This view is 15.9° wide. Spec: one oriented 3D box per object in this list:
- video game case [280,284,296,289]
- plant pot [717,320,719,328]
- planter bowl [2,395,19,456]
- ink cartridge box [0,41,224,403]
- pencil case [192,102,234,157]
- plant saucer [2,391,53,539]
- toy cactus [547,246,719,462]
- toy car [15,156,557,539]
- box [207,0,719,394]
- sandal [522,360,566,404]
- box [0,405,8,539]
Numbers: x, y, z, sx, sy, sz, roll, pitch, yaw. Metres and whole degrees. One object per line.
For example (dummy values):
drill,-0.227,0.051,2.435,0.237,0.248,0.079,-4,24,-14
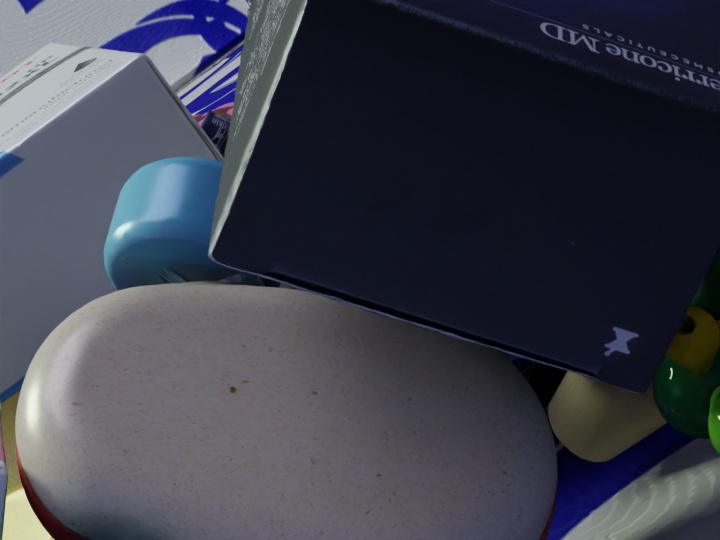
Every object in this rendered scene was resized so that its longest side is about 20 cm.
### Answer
video game case,0.000,0.000,1.023,0.200,0.023,0.182,-16,-8,-8
plant pot,0.202,-0.028,0.986,0.200,0.027,0.200,-33,10,7
planter bowl,-0.105,0.084,1.179,0.200,0.083,0.200,1,6,0
ink cartridge box,-0.146,-0.023,1.098,0.145,0.084,0.200,-38,15,-10
pencil case,-0.059,-0.038,1.234,0.094,0.091,0.200,-52,11,-11
plant saucer,-0.173,0.158,1.067,0.200,0.048,0.200,-26,48,36
toy cactus,0.127,0.008,0.879,0.165,0.102,0.200,-51,28,41
toy car,-0.030,0.097,0.893,0.200,0.177,0.184,99,-179,-56
box,0.041,-0.071,0.839,0.200,0.148,0.104,-88,18,-59
sandal,0.058,0.031,1.052,0.080,0.057,0.201,-17,-3,6
box,-0.148,0.149,0.887,0.036,0.200,0.144,6,5,-10
